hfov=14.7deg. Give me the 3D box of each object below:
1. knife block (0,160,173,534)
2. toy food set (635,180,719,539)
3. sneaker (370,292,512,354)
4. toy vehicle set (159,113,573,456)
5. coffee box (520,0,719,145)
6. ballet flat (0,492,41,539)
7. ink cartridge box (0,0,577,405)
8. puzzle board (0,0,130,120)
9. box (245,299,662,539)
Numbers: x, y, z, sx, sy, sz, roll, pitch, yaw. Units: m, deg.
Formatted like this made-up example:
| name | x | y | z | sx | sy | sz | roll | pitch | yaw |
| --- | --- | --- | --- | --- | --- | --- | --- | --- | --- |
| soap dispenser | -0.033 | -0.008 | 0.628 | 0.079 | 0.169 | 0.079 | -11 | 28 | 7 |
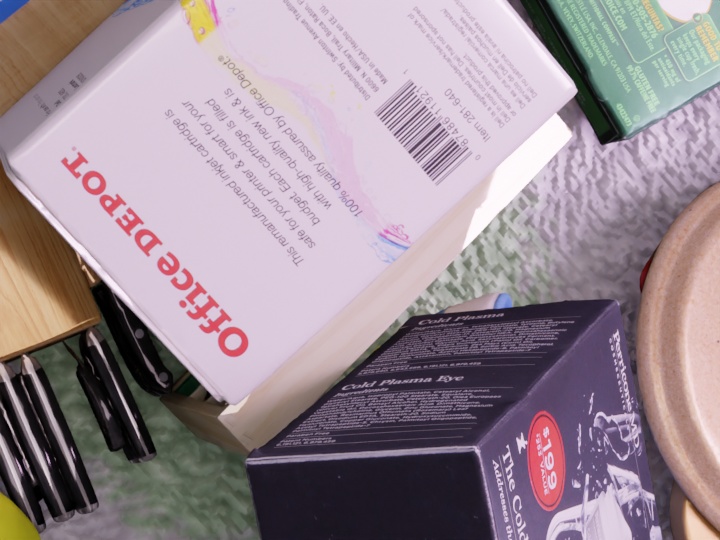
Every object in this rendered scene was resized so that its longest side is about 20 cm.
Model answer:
| name | x | y | z | sx | sy | sz | roll | pitch | yaw |
| --- | --- | --- | --- | --- | --- | --- | --- | --- | --- |
| knife block | -0.171 | 0.013 | 1.239 | 0.199 | 0.064 | 0.176 | 23 | 81 | -8 |
| toy food set | 0.210 | 0.048 | 1.296 | 0.197 | 0.049 | 0.201 | -22 | 89 | -29 |
| sneaker | 0.093 | 0.094 | 1.264 | 0.200 | 0.074 | 0.082 | 45 | 118 | -6 |
| toy vehicle set | 0.000 | 0.000 | 1.241 | 0.200 | 0.124 | 0.027 | -46 | 102 | -11 |
| coffee box | 0.172 | -0.157 | 1.304 | 0.200 | 0.044 | 0.123 | -31 | 92 | -10 |
| ballet flat | -0.227 | 0.091 | 1.170 | 0.199 | 0.067 | 0.067 | 18 | 55 | -5 |
| ink cartridge box | -0.035 | -0.067 | 1.163 | 0.200 | 0.084 | 0.145 | -42 | 109 | -1 |
| puzzle board | -0.109 | -0.123 | 1.182 | 0.151 | 0.017 | 0.200 | -39 | 112 | -3 |
| box | 0.052 | 0.135 | 1.154 | 0.104 | 0.182 | 0.201 | -5 | 106 | 24 |
